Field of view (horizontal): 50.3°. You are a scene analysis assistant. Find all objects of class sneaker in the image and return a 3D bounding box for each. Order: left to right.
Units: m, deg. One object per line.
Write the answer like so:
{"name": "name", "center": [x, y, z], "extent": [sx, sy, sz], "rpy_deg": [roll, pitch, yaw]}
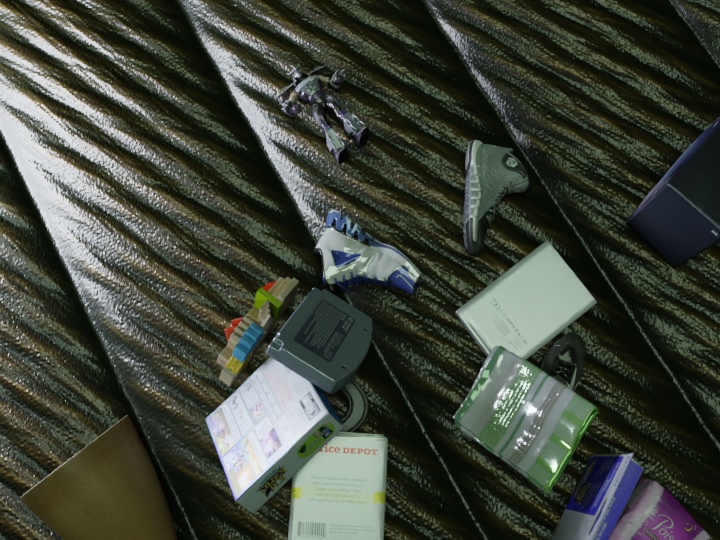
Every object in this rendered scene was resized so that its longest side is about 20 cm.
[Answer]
{"name": "sneaker", "center": [-0.001, 0.000, 1.272], "extent": [0.198, 0.081, 0.116], "rpy_deg": [33, 83, 16]}
{"name": "sneaker", "center": [0.234, -0.123, 1.295], "extent": [0.113, 0.075, 0.204], "rpy_deg": [4, 75, 0]}
{"name": "sneaker", "center": [0.306, 0.187, 1.206], "extent": [0.066, 0.091, 0.202], "rpy_deg": [30, 78, 7]}

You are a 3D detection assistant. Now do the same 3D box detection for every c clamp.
{"name": "c clamp", "center": [-0.078, 0.210, 1.245], "extent": [0.200, 0.027, 0.171], "rpy_deg": [-43, 84, -10]}

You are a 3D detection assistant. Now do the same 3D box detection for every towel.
{"name": "towel", "center": [0.242, 0.218, 1.161], "extent": [0.199, 0.030, 0.151], "rpy_deg": [31, 93, 46]}

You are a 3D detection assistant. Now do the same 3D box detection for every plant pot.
{"name": "plant pot", "center": [-0.367, 0.355, 1.149], "extent": [0.185, 0.186, 0.201], "rpy_deg": [-38, 93, -8]}

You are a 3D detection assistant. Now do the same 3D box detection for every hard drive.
{"name": "hard drive", "center": [0.273, 0.062, 1.271], "extent": [0.199, 0.027, 0.133], "rpy_deg": [-36, 78, -7]}

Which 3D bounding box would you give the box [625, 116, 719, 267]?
{"name": "box", "center": [0.555, -0.136, 1.225], "extent": [0.123, 0.200, 0.199], "rpy_deg": [41, 80, 10]}

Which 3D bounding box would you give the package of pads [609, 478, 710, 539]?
{"name": "package of pads", "center": [0.417, 0.428, 1.153], "extent": [0.120, 0.076, 0.200], "rpy_deg": [43, 81, 8]}

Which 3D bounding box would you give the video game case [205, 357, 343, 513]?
{"name": "video game case", "center": [-0.135, 0.229, 1.154], "extent": [0.181, 0.046, 0.200], "rpy_deg": [-42, 35, 0]}

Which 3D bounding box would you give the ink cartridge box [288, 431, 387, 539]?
{"name": "ink cartridge box", "center": [-0.034, 0.348, 1.167], "extent": [0.142, 0.083, 0.205], "rpy_deg": [4, 81, -1]}

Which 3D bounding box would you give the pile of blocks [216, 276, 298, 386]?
{"name": "pile of blocks", "center": [-0.180, 0.085, 1.246], "extent": [0.062, 0.082, 0.202], "rpy_deg": [32, 79, 8]}

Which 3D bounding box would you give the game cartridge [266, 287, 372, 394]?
{"name": "game cartridge", "center": [-0.053, 0.108, 1.194], "extent": [0.131, 0.200, 0.041], "rpy_deg": [28, 120, 4]}

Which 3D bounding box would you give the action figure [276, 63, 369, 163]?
{"name": "action figure", "center": [-0.065, -0.291, 1.346], "extent": [0.129, 0.069, 0.201], "rpy_deg": [-37, 75, -2]}

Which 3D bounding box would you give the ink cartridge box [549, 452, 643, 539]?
{"name": "ink cartridge box", "center": [0.335, 0.361, 1.106], "extent": [0.043, 0.200, 0.200], "rpy_deg": [29, 78, 9]}
